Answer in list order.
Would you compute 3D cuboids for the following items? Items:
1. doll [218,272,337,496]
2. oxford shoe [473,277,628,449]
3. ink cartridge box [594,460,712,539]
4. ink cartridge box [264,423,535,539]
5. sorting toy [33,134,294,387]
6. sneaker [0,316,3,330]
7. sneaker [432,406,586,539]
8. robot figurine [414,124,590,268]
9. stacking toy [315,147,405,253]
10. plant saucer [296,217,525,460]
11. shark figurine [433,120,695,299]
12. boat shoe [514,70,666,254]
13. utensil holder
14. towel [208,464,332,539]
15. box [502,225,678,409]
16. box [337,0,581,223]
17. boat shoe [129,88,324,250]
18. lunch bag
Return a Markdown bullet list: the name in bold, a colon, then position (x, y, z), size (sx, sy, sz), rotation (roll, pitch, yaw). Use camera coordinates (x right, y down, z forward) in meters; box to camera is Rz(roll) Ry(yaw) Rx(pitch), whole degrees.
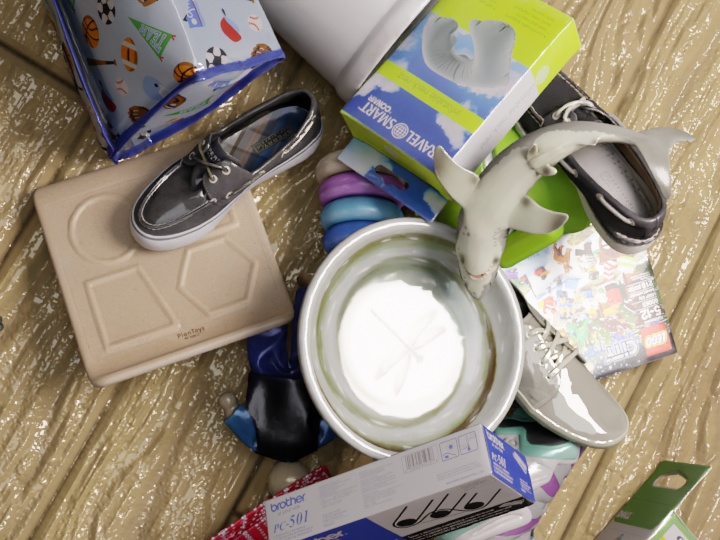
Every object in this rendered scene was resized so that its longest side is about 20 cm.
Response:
- **doll**: position (-0.058, 0.105, 1.156), size (0.134, 0.048, 0.204), rotation (3, 83, -9)
- **oxford shoe**: position (0.156, 0.075, 1.130), size (0.200, 0.058, 0.075), rotation (45, 49, 9)
- **ink cartridge box**: position (0.246, 0.264, 1.165), size (0.059, 0.104, 0.200), rotation (45, 79, -3)
- **ink cartridge box**: position (0.031, 0.186, 1.043), size (0.198, 0.094, 0.045), rotation (-22, 58, 20)
- **sorting toy**: position (-0.172, -0.011, 1.135), size (0.183, 0.037, 0.202), rotation (-18, 68, -11)
- **sneaker**: position (-0.366, -0.024, 1.103), size (0.096, 0.071, 0.204), rotation (-10, 87, -13)
- **sneaker**: position (0.139, 0.212, 1.161), size (0.199, 0.077, 0.142), rotation (-29, 126, -28)
- **robot figurine**: position (0.140, -0.089, 1.175), size (0.197, 0.116, 0.178), rotation (-3, 67, -10)
- **stacking toy**: position (0.000, 0.000, 1.138), size (0.084, 0.085, 0.203), rotation (4, 73, -9)
- **plant saucer**: position (0.038, 0.060, 1.078), size (0.197, 0.050, 0.204), rotation (2, 83, -18)
- **shark figurine**: position (0.147, -0.085, 1.037), size (0.213, 0.090, 0.129), rotation (-31, 102, 23)
- **boat shoe**: position (0.188, -0.108, 1.093), size (0.073, 0.060, 0.202), rotation (-25, 73, -13)
- **utensil holder**: position (-0.026, -0.277, 1.141), size (0.200, 0.170, 0.170), rotation (43, 79, -1)
- **towel**: position (-0.080, 0.280, 1.129), size (0.199, 0.022, 0.146), rotation (-33, 109, -11)
- **box**: position (0.181, 0.040, 1.209), size (0.197, 0.038, 0.139), rotation (-17, 87, -11)
- **box**: position (0.077, -0.152, 1.093), size (0.121, 0.048, 0.200), rotation (35, 80, 32)
- **boat shoe**: position (-0.114, -0.092, 1.117), size (0.198, 0.066, 0.070), rotation (-31, 70, -16)
- **lunch bag**: position (-0.187, -0.201, 1.096), size (0.123, 0.199, 0.172), rotation (-22, 88, -43)
